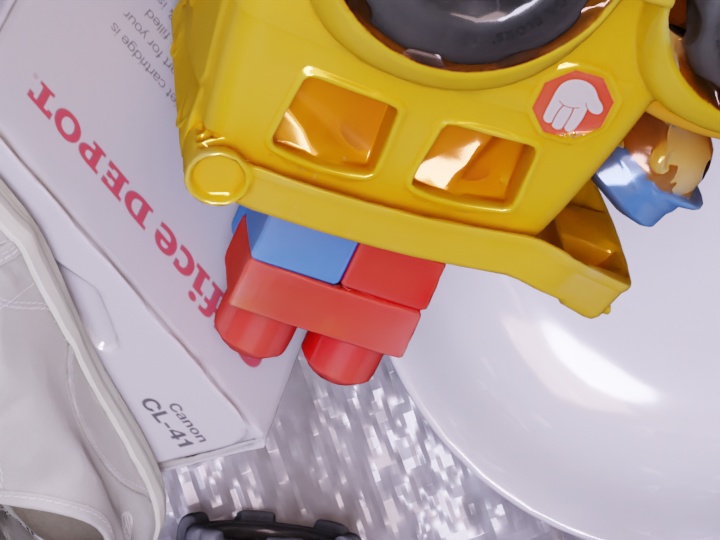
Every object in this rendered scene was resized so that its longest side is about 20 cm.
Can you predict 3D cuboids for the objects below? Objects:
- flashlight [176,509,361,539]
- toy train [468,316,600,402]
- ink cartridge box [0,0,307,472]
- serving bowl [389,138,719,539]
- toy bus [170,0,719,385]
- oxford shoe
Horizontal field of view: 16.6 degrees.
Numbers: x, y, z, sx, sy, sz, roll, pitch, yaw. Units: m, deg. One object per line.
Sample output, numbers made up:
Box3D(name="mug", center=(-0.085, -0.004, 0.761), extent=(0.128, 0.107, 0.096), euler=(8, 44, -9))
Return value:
Box3D(name="flashlight", center=(-0.040, 0.186, 0.852), extent=(0.068, 0.068, 0.201), euler=(4, 93, -46))
Box3D(name="toy train", center=(0.000, 0.000, 0.871), extent=(0.199, 0.042, 0.057), euler=(17, 77, -8))
Box3D(name="ink cartridge box", center=(-0.071, -0.057, 0.765), extent=(0.148, 0.085, 0.200), euler=(51, 41, -29))
Box3D(name="serving bowl", center=(0.104, -0.009, 0.805), extent=(0.199, 0.066, 0.201), euler=(7, 114, 16))
Box3D(name="toy bus", center=(0.041, -0.052, 0.682), extent=(0.199, 0.136, 0.192), euler=(14, 116, -15))
Box3D(name="oxford shoe", center=(-0.115, 0.025, 0.677), extent=(0.200, 0.075, 0.058), euler=(61, 36, -35))
